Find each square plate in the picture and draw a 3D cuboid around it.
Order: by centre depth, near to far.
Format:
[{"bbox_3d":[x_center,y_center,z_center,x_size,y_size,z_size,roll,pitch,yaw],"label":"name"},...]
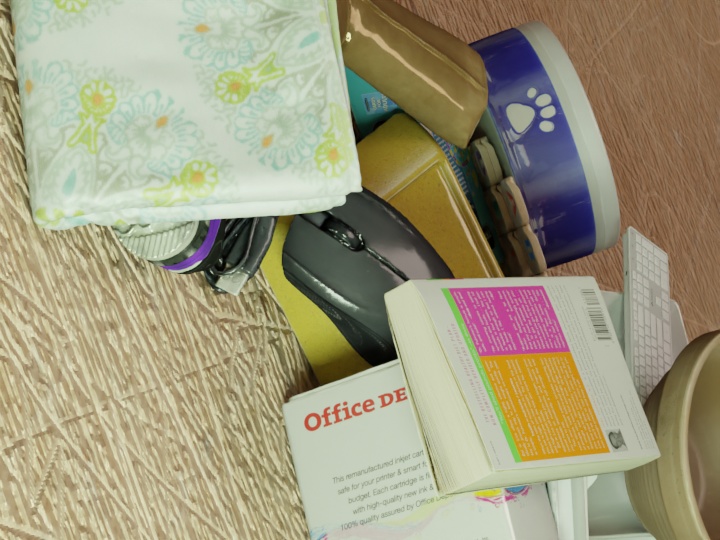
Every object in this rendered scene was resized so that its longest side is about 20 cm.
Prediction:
[{"bbox_3d":[0.197,0.110,1.691,0.200,0.028,0.198,8,64,-46],"label":"square plate"}]

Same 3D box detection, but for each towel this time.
[{"bbox_3d":[-0.105,-0.114,1.339,0.048,0.200,0.171,117,-33,-66],"label":"towel"}]

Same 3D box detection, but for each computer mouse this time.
[{"bbox_3d":[0.000,0.000,1.501,0.200,0.053,0.139,39,66,-26],"label":"computer mouse"}]

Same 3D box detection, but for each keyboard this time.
[{"bbox_3d":[0.223,0.062,1.715,0.056,0.011,0.200,28,52,-36],"label":"keyboard"}]

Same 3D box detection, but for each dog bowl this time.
[{"bbox_3d":[0.141,-0.101,1.849,0.200,0.079,0.200,161,-90,-85],"label":"dog bowl"}]

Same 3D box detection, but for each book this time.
[{"bbox_3d":[0.107,0.068,1.429,0.200,0.048,0.134,0,67,-50],"label":"book"}]

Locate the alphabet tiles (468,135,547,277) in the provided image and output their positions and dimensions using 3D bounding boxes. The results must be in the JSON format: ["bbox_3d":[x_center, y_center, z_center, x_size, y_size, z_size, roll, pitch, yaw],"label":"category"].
[{"bbox_3d":[0.126,-0.011,1.831,0.196,0.015,0.200,153,-82,-84],"label":"alphabet tiles"}]

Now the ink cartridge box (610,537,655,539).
[{"bbox_3d":[0.191,0.201,1.779,0.067,0.116,0.200,35,42,-52],"label":"ink cartridge box"}]

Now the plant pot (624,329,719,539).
[{"bbox_3d":[0.258,0.146,1.633,0.201,0.093,0.201,16,68,-45],"label":"plant pot"}]

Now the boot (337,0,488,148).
[{"bbox_3d":[0.012,-0.143,1.570,0.200,0.066,0.175,34,42,-35],"label":"boot"}]

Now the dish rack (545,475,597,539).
[{"bbox_3d":[0.129,0.167,1.571,0.172,0.044,0.200,-124,-153,-64],"label":"dish rack"}]

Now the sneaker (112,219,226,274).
[{"bbox_3d":[-0.124,-0.087,1.414,0.100,0.070,0.200,37,42,-63],"label":"sneaker"}]

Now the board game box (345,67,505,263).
[{"bbox_3d":[0.049,-0.083,1.749,0.151,0.047,0.200,-38,110,-73],"label":"board game box"}]

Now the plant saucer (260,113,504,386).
[{"bbox_3d":[0.034,0.009,1.601,0.200,0.048,0.200,-40,109,-43],"label":"plant saucer"}]

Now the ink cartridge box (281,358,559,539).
[{"bbox_3d":[0.046,0.163,1.469,0.084,0.145,0.200,14,59,-61],"label":"ink cartridge box"}]
